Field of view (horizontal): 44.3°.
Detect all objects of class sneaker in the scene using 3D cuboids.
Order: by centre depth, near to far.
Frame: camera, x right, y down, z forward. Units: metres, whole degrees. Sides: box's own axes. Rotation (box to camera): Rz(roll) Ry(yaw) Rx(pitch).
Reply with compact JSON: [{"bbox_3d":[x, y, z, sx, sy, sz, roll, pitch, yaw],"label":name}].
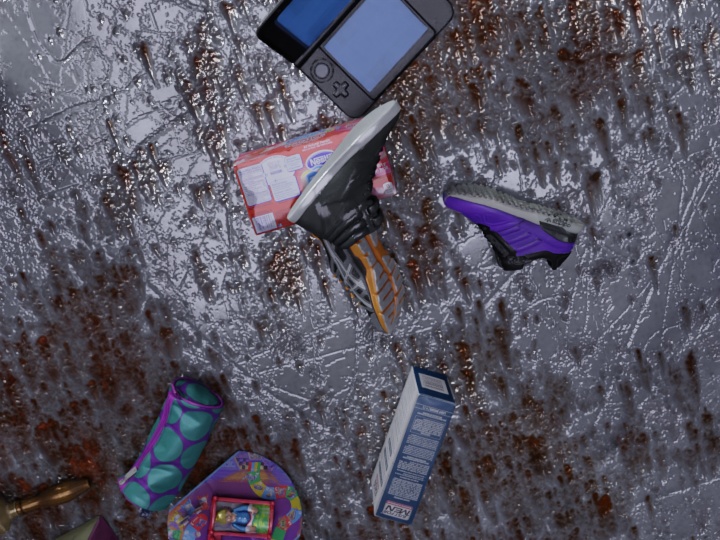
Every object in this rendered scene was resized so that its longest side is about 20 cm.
[{"bbox_3d":[0.006,-0.112,1.098,0.099,0.071,0.200,37,108,-13],"label":"sneaker"},{"bbox_3d":[0.200,-0.050,1.215,0.198,0.070,0.100,17,108,-5],"label":"sneaker"},{"bbox_3d":[0.000,0.000,1.233,0.077,0.078,0.201,-10,114,31],"label":"sneaker"}]

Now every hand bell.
[{"bbox_3d":[-0.505,0.353,1.331,0.198,0.104,0.105,-20,106,-7],"label":"hand bell"}]

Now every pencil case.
[{"bbox_3d":[-0.279,0.255,1.291,0.092,0.085,0.201,18,108,-41],"label":"pencil case"}]

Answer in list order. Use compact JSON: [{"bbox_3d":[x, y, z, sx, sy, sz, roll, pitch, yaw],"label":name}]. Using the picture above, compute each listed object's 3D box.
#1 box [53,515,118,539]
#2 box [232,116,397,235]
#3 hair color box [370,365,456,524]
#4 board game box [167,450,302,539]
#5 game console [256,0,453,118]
[{"bbox_3d":[-0.464,0.488,1.311,0.199,0.176,0.097,-28,104,7],"label":"box"},{"bbox_3d":[-0.058,-0.129,1.174,0.198,0.096,0.100,-16,107,4],"label":"box"},{"bbox_3d":[0.074,0.253,1.287,0.060,0.100,0.202,17,106,-7],"label":"hair color box"},{"bbox_3d":[-0.180,0.368,1.295,0.200,0.039,0.158,-38,86,-18],"label":"board game box"},{"bbox_3d":[-0.001,-0.312,1.111,0.176,0.116,0.200,43,102,-12],"label":"game console"}]
